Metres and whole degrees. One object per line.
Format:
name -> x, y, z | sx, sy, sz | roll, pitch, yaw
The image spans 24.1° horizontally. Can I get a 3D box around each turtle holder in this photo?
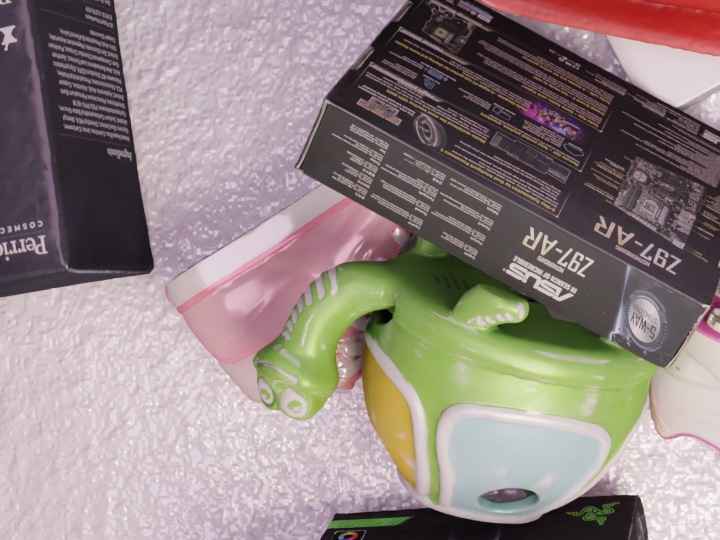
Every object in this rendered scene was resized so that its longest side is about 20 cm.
turtle holder -> 0.057, 0.055, 0.845 | 0.141, 0.185, 0.132 | 36, 118, 45

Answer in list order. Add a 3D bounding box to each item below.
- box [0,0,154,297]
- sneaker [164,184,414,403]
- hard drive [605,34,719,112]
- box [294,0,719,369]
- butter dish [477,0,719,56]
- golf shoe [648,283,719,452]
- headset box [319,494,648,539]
box -> -0.242, -0.080, 0.966 | 0.196, 0.117, 0.200 | -10, 88, 16
sneaker -> 0.000, 0.000, 0.918 | 0.200, 0.075, 0.105 | -32, 87, 12
hard drive -> 0.168, -0.197, 0.894 | 0.132, 0.027, 0.200 | -28, 81, 14
box -> 0.089, -0.055, 0.828 | 0.200, 0.160, 0.044 | 28, 127, 4
butter dish -> 0.145, -0.216, 0.810 | 0.199, 0.148, 0.200 | 14, 94, 17
golf shoe -> 0.239, 0.080, 0.855 | 0.200, 0.075, 0.092 | 27, 121, 12
headset box -> 0.054, 0.190, 0.837 | 0.174, 0.200, 0.093 | -6, 104, 17
